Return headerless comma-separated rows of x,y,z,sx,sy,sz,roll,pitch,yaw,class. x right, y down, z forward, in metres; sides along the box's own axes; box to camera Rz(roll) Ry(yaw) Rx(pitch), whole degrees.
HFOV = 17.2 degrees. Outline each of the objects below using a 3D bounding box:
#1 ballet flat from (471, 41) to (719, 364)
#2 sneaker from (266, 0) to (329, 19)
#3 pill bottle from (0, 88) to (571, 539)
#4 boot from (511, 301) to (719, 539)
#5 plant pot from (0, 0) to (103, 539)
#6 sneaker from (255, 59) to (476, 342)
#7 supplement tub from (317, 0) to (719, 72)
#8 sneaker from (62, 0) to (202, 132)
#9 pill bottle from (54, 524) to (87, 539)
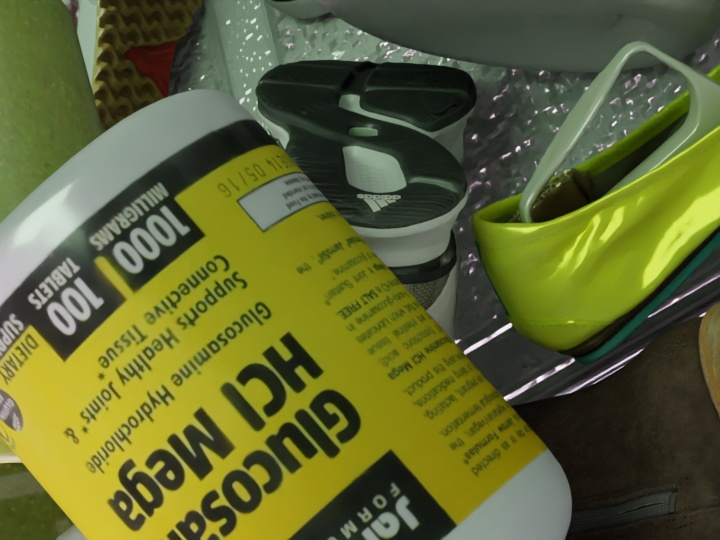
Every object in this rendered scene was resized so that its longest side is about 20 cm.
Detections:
0.116,-0.055,0.727,0.200,0.067,0.067,-41,13,5,ballet flat
0.008,-0.189,0.882,0.200,0.112,0.073,-46,47,11,sneaker
-0.015,0.057,0.655,0.112,0.112,0.200,-44,82,13,pill bottle
0.100,0.110,0.693,0.166,0.072,0.201,-26,53,43,boot
-0.151,0.004,0.800,0.200,0.200,0.185,-21,68,30,plant pot
0.000,0.000,0.801,0.201,0.075,0.116,-85,-2,-70,sneaker
0.060,-0.179,0.789,0.145,0.145,0.201,0,78,40,supplement tub
-0.120,-0.086,0.961,0.090,0.075,0.201,-11,60,30,sneaker
-0.032,0.174,0.716,0.119,0.120,0.201,-34,49,21,pill bottle
